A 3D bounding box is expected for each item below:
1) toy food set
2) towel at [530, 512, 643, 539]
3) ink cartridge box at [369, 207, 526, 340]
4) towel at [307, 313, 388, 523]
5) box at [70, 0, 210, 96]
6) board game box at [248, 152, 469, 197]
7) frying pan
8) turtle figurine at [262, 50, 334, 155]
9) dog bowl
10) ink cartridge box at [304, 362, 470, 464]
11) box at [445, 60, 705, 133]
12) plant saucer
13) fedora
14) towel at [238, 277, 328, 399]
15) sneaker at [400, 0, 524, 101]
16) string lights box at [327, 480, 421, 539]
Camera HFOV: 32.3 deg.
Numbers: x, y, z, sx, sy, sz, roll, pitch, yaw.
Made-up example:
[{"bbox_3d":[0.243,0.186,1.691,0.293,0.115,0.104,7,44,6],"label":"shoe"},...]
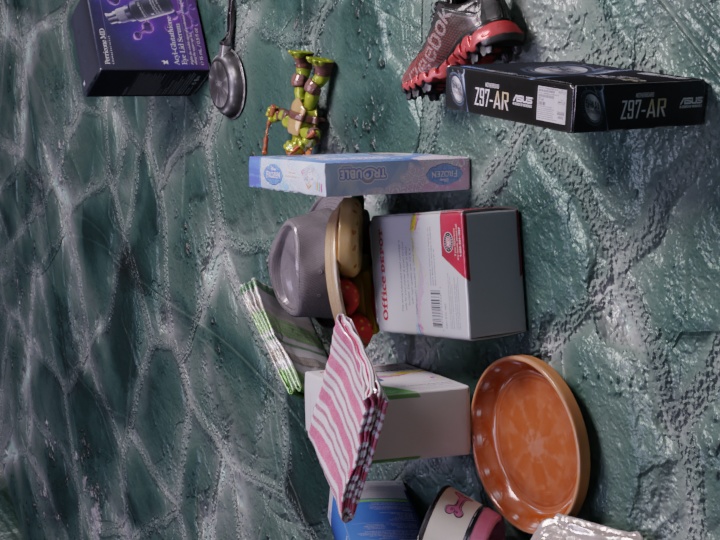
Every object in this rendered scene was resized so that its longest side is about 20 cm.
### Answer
[{"bbox_3d":[0.000,0.000,1.584,0.198,0.048,0.201,-30,-67,-75],"label":"toy food set"},{"bbox_3d":[0.202,0.340,1.257,0.132,0.200,0.035,5,141,42],"label":"towel"},{"bbox_3d":[0.100,0.001,1.474,0.200,0.083,0.146,2,97,60],"label":"ink cartridge box"},{"bbox_3d":[-0.022,0.170,1.430,0.147,0.030,0.201,-116,33,-48],"label":"towel"},{"bbox_3d":[-0.373,-0.380,2.103,0.104,0.199,0.149,-35,65,57],"label":"box"},{"bbox_3d":[-0.004,-0.119,1.515,0.199,0.199,0.044,14,106,58],"label":"board game box"},{"bbox_3d":[-0.211,-0.334,2.010,0.115,0.031,0.191,53,141,40],"label":"frying pan"},{"bbox_3d":[-0.078,-0.223,1.759,0.200,0.064,0.162,-137,56,-60],"label":"turtle figurine"},{"bbox_3d":[0.111,0.354,1.433,0.073,0.200,0.201,12,110,18],"label":"dog bowl"},{"bbox_3d":[0.029,0.173,1.538,0.200,0.145,0.088,-172,80,-69],"label":"ink cartridge box"},{"bbox_3d":[0.201,-0.168,1.191,0.200,0.160,0.044,25,118,57],"label":"box"},{"bbox_3d":[0.193,0.194,1.401,0.200,0.032,0.201,18,111,59],"label":"plant saucer"},{"bbox_3d":[-0.071,-0.012,1.759,0.177,0.090,0.201,42,130,49],"label":"fedora"},{"bbox_3d":[-0.087,0.106,1.779,0.031,0.149,0.200,-41,57,19],"label":"towel"},{"bbox_3d":[0.108,-0.261,1.424,0.200,0.071,0.098,-28,71,56],"label":"sneaker"},{"bbox_3d":[0.025,0.343,1.589,0.200,0.102,0.059,-116,30,-66],"label":"string lights box"}]
